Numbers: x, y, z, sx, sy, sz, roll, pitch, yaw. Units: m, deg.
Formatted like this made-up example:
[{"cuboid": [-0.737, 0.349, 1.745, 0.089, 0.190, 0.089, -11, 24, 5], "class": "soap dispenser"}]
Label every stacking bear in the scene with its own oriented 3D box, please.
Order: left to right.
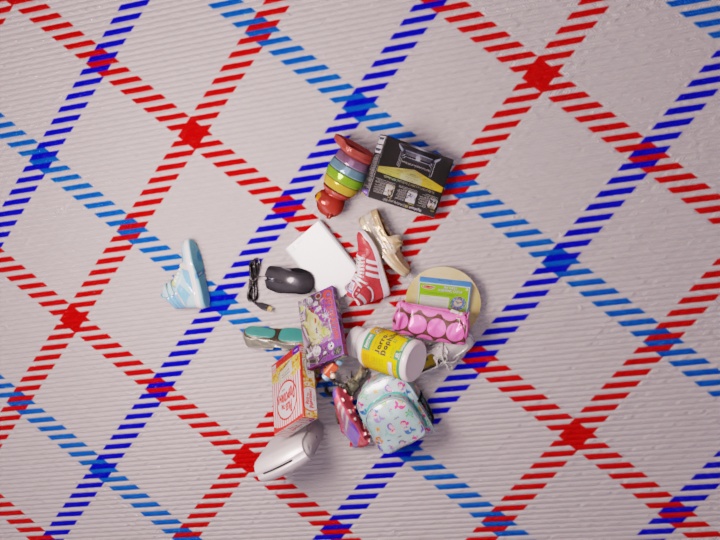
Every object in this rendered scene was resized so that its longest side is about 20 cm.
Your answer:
[{"cuboid": [-0.051, -0.232, 1.494, 0.113, 0.122, 0.201, 19, 111, -31], "class": "stacking bear"}]

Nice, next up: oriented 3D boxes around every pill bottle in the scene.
[{"cuboid": [0.062, 0.211, 1.503, 0.199, 0.112, 0.114, 14, 100, 35], "class": "pill bottle"}]

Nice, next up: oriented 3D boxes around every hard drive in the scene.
[{"cuboid": [-0.096, -0.020, 1.568, 0.132, 0.026, 0.200, -39, 91, 11], "class": "hard drive"}]

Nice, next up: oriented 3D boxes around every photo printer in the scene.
[{"cuboid": [-0.194, 0.490, 1.558, 0.166, 0.200, 0.070, -28, 93, 11], "class": "photo printer"}]

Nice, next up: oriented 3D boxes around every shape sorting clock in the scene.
[{"cuboid": [0.219, 0.086, 1.528, 0.199, 0.039, 0.201, 3, 110, 9], "class": "shape sorting clock"}]

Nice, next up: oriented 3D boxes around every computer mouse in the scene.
[{"cuboid": [-0.231, 0.053, 1.573, 0.199, 0.046, 0.141, 13, 102, 15], "class": "computer mouse"}]

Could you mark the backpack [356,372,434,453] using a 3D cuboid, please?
[{"cuboid": [0.086, 0.374, 1.536, 0.177, 0.151, 0.201, -28, 88, 12], "class": "backpack"}]

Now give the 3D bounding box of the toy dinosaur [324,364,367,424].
[{"cuboid": [-0.052, 0.334, 1.598, 0.088, 0.047, 0.201, 28, 104, -3], "class": "toy dinosaur"}]

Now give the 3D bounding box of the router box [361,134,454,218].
[{"cuboid": [0.120, -0.237, 1.454, 0.199, 0.052, 0.158, 15, 100, -22], "class": "router box"}]

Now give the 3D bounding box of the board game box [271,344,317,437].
[{"cuboid": [-0.178, 0.320, 1.524, 0.151, 0.046, 0.201, -41, 45, 39], "class": "board game box"}]

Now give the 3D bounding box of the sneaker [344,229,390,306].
[{"cuboid": [0.000, 0.000, 1.499, 0.112, 0.071, 0.201, -24, 112, -13], "class": "sneaker"}]

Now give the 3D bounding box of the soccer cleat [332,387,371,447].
[{"cuboid": [-0.037, 0.409, 1.576, 0.076, 0.067, 0.201, -22, 113, 18], "class": "soccer cleat"}]

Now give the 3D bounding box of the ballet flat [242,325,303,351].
[{"cuboid": [-0.231, 0.195, 1.604, 0.199, 0.068, 0.064, 5, 125, 8], "class": "ballet flat"}]

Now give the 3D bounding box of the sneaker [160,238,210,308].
[{"cuboid": [-0.507, 0.017, 1.605, 0.130, 0.080, 0.201, -9, 95, 8], "class": "sneaker"}]

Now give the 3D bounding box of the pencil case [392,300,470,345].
[{"cuboid": [0.182, 0.130, 1.483, 0.199, 0.091, 0.094, 8, 136, 7], "class": "pencil case"}]

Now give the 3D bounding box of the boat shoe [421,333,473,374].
[{"cuboid": [0.209, 0.230, 1.517, 0.201, 0.086, 0.075, -23, 111, 11], "class": "boat shoe"}]

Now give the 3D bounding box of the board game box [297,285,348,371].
[{"cuboid": [-0.102, 0.151, 1.514, 0.120, 0.032, 0.201, -24, 59, 19], "class": "board game box"}]

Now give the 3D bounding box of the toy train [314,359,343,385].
[{"cuboid": [-0.126, 0.284, 1.547, 0.056, 0.150, 0.200, 37, 106, -12], "class": "toy train"}]

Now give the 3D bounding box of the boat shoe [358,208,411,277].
[{"cuboid": [0.077, -0.075, 1.511, 0.069, 0.074, 0.200, -38, 90, 17], "class": "boat shoe"}]
